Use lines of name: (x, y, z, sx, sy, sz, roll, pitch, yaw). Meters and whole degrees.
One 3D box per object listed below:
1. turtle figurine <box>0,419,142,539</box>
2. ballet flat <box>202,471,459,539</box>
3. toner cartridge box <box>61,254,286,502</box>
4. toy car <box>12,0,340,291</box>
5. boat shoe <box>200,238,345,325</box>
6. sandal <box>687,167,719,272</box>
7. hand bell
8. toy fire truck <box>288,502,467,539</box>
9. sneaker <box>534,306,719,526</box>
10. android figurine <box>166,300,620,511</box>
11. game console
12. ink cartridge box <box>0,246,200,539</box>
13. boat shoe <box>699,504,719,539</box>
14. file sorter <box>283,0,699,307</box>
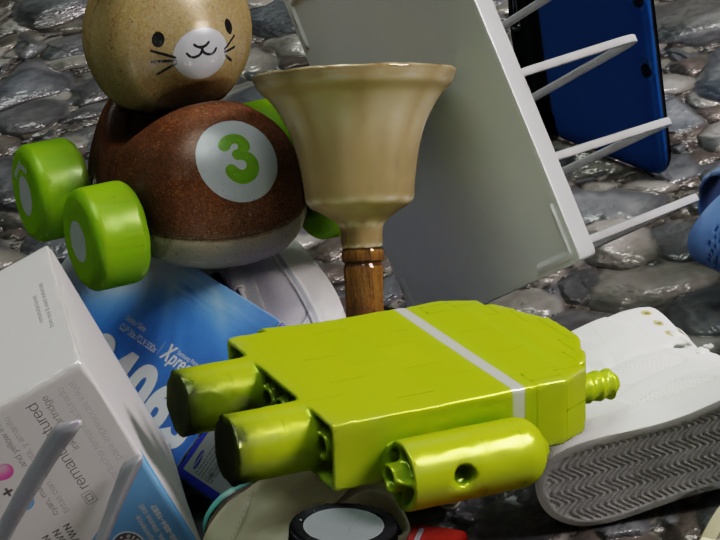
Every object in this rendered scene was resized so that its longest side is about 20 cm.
turtle figurine: (-0.157, 0.165, 0.892, 0.193, 0.201, 0.144, -22, 12, 0)
ballet flat: (0.014, 0.101, 1.059, 0.199, 0.070, 0.069, -32, 33, -29)
toner cartridge box: (-0.108, 0.043, 1.179, 0.095, 0.043, 0.200, -53, 38, -7)
toy car: (-0.095, -0.113, 1.168, 0.163, 0.201, 0.158, -13, 25, -25)
boat shoe: (-0.070, 0.010, 1.254, 0.068, 0.072, 0.200, -19, 38, -17)
sandal: (0.215, -0.013, 1.168, 0.086, 0.080, 0.200, -4, 17, 18)
hand bell: (0.000, 0.000, 1.107, 0.103, 0.202, 0.104, -2, 0, 0)
toy fire truck: (0.054, 0.159, 0.849, 0.199, 0.130, 0.176, 6, 19, 12)
sneaker: (0.176, 0.051, 1.064, 0.199, 0.074, 0.116, -11, 31, 4)
android figurine: (0.019, 0.056, 0.990, 0.199, 0.041, 0.182, -8, 19, -25)
game console: (0.153, -0.186, 1.378, 0.118, 0.201, 0.171, 4, 31, 24)
ink cartridge box: (-0.194, 0.109, 1.015, 0.199, 0.129, 0.125, -29, 29, -1)
boat shoe: (0.191, 0.121, 0.925, 0.068, 0.075, 0.200, 17, 48, 28)
file sorter: (0.077, -0.093, 1.194, 0.124, 0.201, 0.139, -19, -5, -39)
